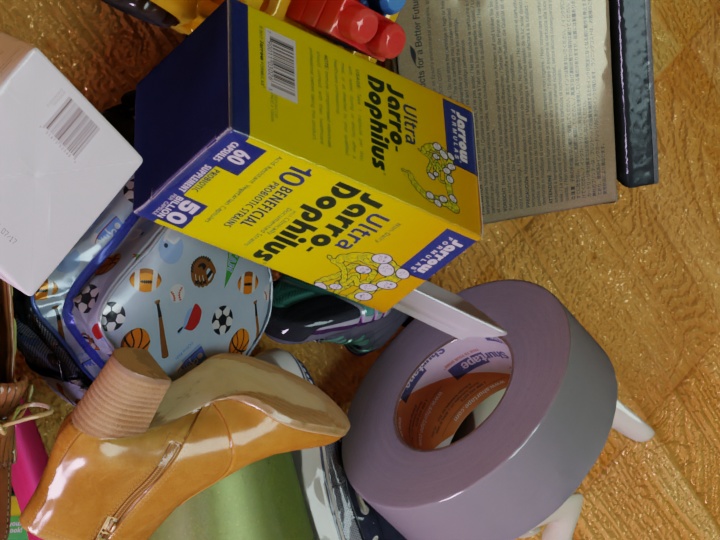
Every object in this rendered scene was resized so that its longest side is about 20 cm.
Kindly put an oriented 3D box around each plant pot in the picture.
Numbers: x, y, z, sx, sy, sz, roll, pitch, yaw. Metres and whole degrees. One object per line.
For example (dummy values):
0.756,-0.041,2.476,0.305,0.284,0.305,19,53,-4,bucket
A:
-0.103,0.213,1.749,0.200,0.200,0.190,-12,101,-34,plant pot

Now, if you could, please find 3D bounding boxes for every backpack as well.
-0.147,0.014,1.652,0.200,0.154,0.191,-48,140,-18,backpack

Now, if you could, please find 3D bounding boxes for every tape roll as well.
0.084,0.105,1.761,0.200,0.200,0.066,-51,123,-11,tape roll

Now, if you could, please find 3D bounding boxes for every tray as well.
0.000,0.000,1.696,0.200,0.107,0.022,26,96,-18,tray

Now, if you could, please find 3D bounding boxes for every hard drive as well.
0.185,-0.178,1.840,0.033,0.140,0.200,-10,115,-10,hard drive

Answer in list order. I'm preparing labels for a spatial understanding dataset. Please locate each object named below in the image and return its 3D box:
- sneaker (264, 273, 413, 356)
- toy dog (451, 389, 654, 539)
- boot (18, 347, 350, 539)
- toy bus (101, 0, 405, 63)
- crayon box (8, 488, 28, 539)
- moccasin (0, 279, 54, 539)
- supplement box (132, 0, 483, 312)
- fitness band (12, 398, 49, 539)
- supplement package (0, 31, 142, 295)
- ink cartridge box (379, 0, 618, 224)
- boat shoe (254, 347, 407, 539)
-0.006,0.037,1.789,0.200,0.074,0.088,-26,133,-52,sneaker
0.102,0.155,1.904,0.194,0.139,0.200,38,84,-39,toy dog
-0.116,0.127,1.593,0.201,0.071,0.144,13,116,-37,boot
-0.059,-0.196,1.607,0.200,0.192,0.136,24,93,-40,toy bus
-0.274,0.198,1.673,0.200,0.058,0.119,3,104,-39,crayon box
-0.238,0.076,1.523,0.074,0.078,0.202,13,71,-40,moccasin
-0.033,-0.071,1.569,0.200,0.109,0.110,22,49,-31,supplement box
-0.258,0.150,1.563,0.143,0.037,0.200,-21,95,-40,fitness band
-0.248,-0.085,1.492,0.110,0.200,0.114,-51,131,-11,supplement package
0.098,-0.139,1.791,0.164,0.075,0.200,-9,116,-8,ink cartridge box
-0.021,0.144,1.831,0.093,0.075,0.200,-21,105,-36,boat shoe
